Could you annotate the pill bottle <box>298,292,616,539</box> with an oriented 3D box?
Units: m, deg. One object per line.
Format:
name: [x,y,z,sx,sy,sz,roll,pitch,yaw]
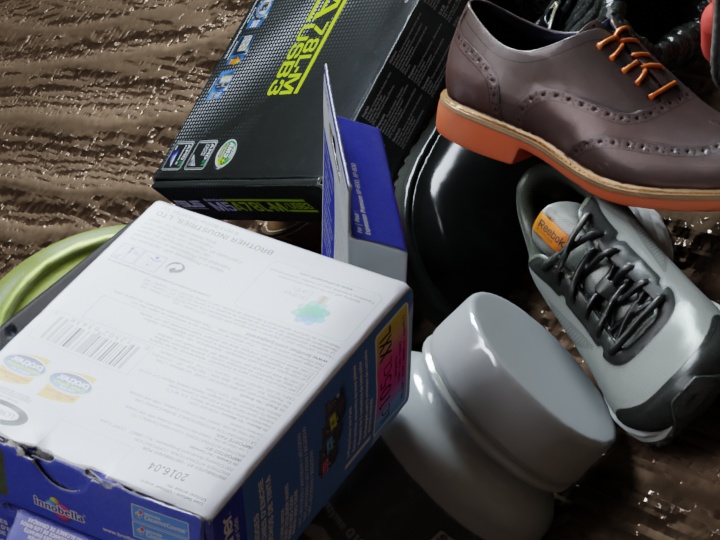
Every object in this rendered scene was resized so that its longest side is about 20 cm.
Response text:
pill bottle: [0.018,0.111,1.154,0.200,0.113,0.113,-46,26,18]

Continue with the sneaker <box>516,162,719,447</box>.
sneaker: [0.117,0.013,1.147,0.074,0.079,0.200,-47,27,11]

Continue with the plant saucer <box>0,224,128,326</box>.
plant saucer: [-0.113,0.050,1.266,0.031,0.199,0.201,94,-169,-55]

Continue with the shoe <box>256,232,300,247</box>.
shoe: [-0.043,0.013,1.433,0.200,0.071,0.091,-26,36,46]

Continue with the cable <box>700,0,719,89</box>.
cable: [0.169,-0.150,1.175,0.050,0.200,0.098,13,77,25]

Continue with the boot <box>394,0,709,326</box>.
boot: [0.103,-0.077,1.281,0.158,0.079,0.212,-25,37,46]

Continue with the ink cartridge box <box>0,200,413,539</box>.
ink cartridge box: [-0.084,0.067,1.034,0.136,0.077,0.200,18,41,23]

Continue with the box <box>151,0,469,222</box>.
box: [-0.016,-0.120,1.407,0.193,0.047,0.201,2,60,59]

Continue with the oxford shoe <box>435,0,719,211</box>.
oxford shoe: [0.123,-0.078,1.168,0.199,0.071,0.073,17,115,29]

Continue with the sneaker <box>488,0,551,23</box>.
sneaker: [0.084,-0.155,1.439,0.200,0.076,0.091,-24,27,40]

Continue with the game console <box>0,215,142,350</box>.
game console: [-0.137,0.090,1.155,0.200,0.119,0.172,-39,12,7]

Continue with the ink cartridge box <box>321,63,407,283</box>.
ink cartridge box: [0.000,0.000,1.260,0.095,0.037,0.201,-101,7,-46]

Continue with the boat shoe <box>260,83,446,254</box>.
boat shoe: [0.006,-0.067,1.444,0.200,0.074,0.076,-27,36,44]
